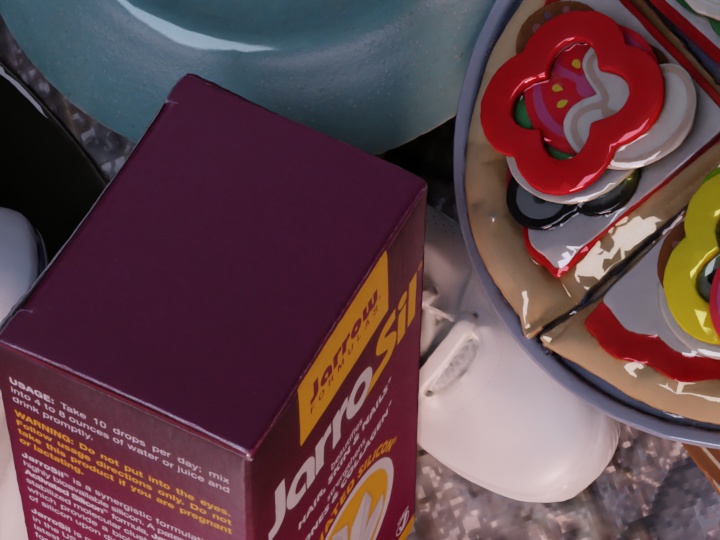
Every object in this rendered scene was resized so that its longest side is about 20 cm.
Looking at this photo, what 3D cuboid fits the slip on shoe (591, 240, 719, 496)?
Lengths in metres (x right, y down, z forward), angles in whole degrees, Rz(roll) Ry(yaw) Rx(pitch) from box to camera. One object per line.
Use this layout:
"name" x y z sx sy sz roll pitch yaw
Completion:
"slip on shoe" 0.127 0.036 0.871 0.061 0.076 0.200 -40 75 -11

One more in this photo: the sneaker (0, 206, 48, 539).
"sneaker" -0.123 0.054 0.890 0.200 0.071 0.073 119 150 -44

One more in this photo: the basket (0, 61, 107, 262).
"basket" -0.199 0.021 0.981 0.180 0.136 0.200 48 112 16

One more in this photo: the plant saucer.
"plant saucer" -0.028 -0.131 0.898 0.199 0.036 0.201 -1 71 2

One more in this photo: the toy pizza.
"toy pizza" 0.119 -0.046 0.824 0.200 0.032 0.201 -7 71 20

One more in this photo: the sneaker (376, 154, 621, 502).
"sneaker" 0.000 0.000 0.911 0.075 0.088 0.200 -47 74 17

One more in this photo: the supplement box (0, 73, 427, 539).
"supplement box" -0.042 0.052 0.858 0.086 0.200 0.110 24 58 16
